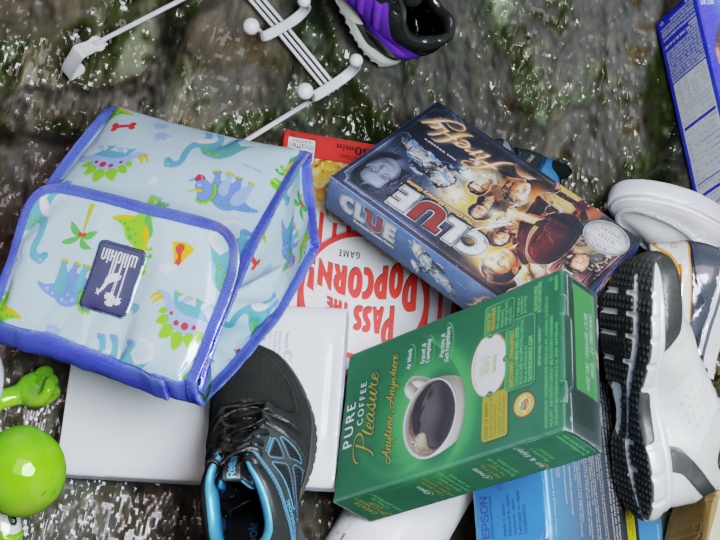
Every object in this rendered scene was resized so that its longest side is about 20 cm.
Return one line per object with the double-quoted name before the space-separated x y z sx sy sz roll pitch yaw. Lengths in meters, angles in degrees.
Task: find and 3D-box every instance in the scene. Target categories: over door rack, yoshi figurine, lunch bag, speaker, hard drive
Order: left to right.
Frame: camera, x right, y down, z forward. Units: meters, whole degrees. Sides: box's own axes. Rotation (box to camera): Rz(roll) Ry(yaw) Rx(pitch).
"yoshi figurine" -0.255 0.092 0.927 0.112 0.112 0.201 -12 78 -25
"lunch bag" -0.142 -0.007 0.936 0.169 0.128 0.200 15 52 18
"hard drive" -0.112 0.089 0.974 0.199 0.025 0.133 2 71 5
"over door rack" -0.113 -0.169 1.073 0.200 0.067 0.148 -38 84 -23
"speaker" 0.007 0.213 0.969 0.081 0.081 0.200 34 66 -2

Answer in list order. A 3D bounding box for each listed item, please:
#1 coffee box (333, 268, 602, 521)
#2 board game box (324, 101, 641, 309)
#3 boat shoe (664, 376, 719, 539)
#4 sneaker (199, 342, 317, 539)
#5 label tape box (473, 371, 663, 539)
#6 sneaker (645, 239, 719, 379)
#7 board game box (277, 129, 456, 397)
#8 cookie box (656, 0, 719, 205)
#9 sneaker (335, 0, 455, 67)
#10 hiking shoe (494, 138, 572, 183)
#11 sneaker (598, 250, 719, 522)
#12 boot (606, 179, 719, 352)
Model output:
"coffee box" 0.070 0.088 0.908 0.044 0.200 0.123 33 46 -35
"board game box" 0.091 -0.036 1.007 0.200 0.035 0.135 36 51 19
"boat shoe" 0.295 0.176 1.071 0.069 0.074 0.201 28 68 -17
"sneaker" -0.069 0.127 0.888 0.073 0.082 0.201 -13 55 6
"label tape box" 0.158 0.148 1.028 0.200 0.063 0.145 22 59 -52
"sneaker" 0.241 0.074 1.067 0.079 0.078 0.201 13 87 1
"board game box" 0.000 0.000 1.057 0.151 0.046 0.201 8 71 -11
"cookie box" 0.372 -0.147 1.193 0.170 0.075 0.201 -4 74 -17
"sneaker" 0.008 -0.246 1.067 0.200 0.099 0.070 43 66 -34
"hiking shoe" 0.142 -0.016 1.079 0.086 0.074 0.201 7 64 -16
"sneaker" 0.227 0.081 0.992 0.080 0.074 0.201 -9 104 -17
"boot" 0.288 0.005 1.118 0.199 0.074 0.096 26 62 -6
